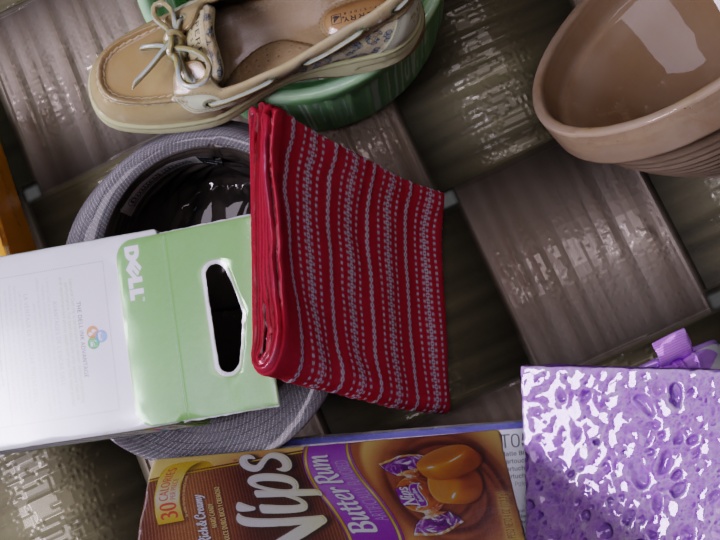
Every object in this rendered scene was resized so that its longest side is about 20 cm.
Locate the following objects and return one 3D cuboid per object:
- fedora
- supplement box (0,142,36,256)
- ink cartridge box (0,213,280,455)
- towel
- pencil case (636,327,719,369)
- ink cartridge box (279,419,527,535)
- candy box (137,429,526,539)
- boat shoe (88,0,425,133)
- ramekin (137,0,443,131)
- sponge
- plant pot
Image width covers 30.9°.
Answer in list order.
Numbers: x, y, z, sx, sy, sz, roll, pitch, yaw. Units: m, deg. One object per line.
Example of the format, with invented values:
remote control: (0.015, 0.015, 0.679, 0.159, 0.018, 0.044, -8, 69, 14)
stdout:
fedora: (-0.086, 0.015, 0.787, 0.175, 0.090, 0.202, -4, 84, 7)
supplement box: (-0.315, -0.009, 0.827, 0.198, 0.074, 0.127, -24, 75, 1)
ink cartridge box: (-0.139, 0.039, 0.714, 0.198, 0.059, 0.105, -10, 82, 10)
towel: (0.000, 0.000, 0.731, 0.022, 0.199, 0.146, -10, 74, 30)
pencil case: (0.209, 0.136, 0.730, 0.083, 0.086, 0.201, -27, 75, 1)
ink cartridge box: (0.052, 0.192, 0.757, 0.197, 0.041, 0.202, -4, 76, 5)
candy box: (-0.015, 0.144, 0.684, 0.198, 0.117, 0.057, -6, 116, 0)
boat shoe: (-0.063, -0.133, 0.732, 0.198, 0.063, 0.074, -18, 77, 2)
ramekin: (-0.037, -0.186, 0.825, 0.198, 0.098, 0.202, -1, 77, 6)
sponge: (0.180, 0.107, 0.685, 0.198, 0.030, 0.113, -1, 87, 27)
plant pot: (0.207, -0.122, 0.766, 0.201, 0.201, 0.093, -47, 118, -5)
